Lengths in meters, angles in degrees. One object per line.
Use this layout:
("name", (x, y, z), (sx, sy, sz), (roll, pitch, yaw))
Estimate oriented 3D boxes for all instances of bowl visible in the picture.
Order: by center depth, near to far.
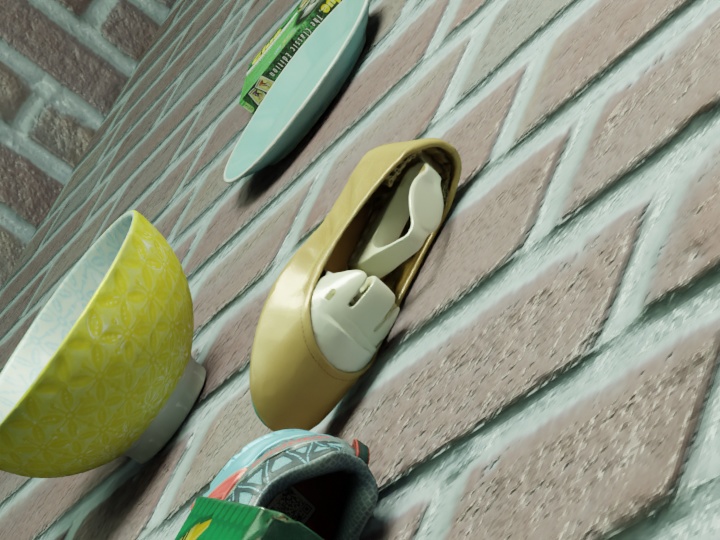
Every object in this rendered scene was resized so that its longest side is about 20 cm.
("bowl", (-0.171, 0.070, 1.448), (0.200, 0.107, 0.200), (-50, 14, 17))

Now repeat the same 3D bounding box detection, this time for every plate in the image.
("plate", (-0.045, -0.148, 1.734), (0.200, 0.026, 0.200), (-51, 13, 16))

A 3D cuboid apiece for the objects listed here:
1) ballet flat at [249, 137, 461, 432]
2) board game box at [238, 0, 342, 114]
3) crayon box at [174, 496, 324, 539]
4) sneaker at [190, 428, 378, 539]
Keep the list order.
("ballet flat", (0.000, 0.000, 1.125), (0.063, 0.069, 0.201), (-19, 36, 44))
("board game box", (-0.043, -0.241, 1.964), (0.200, 0.023, 0.105), (-49, 16, 22))
("crayon box", (0.024, 0.144, 0.372), (0.119, 0.199, 0.058), (-57, 13, -12))
("sneaker", (-0.061, 0.151, 0.924), (0.201, 0.079, 0.095), (-59, 16, -18))
